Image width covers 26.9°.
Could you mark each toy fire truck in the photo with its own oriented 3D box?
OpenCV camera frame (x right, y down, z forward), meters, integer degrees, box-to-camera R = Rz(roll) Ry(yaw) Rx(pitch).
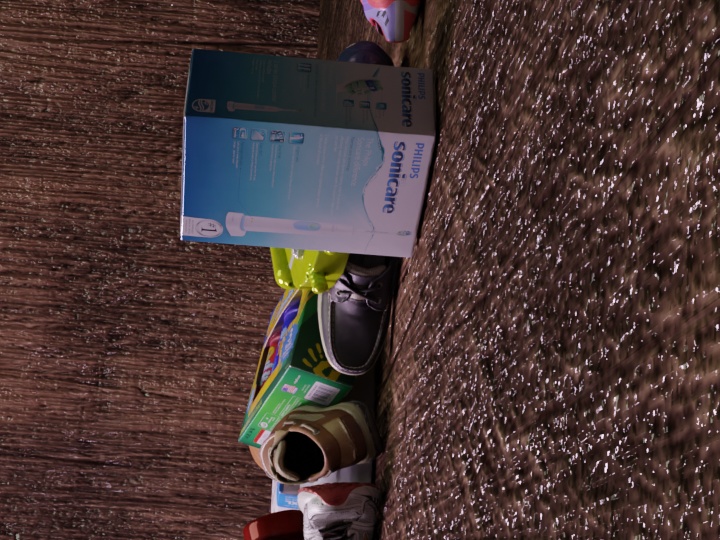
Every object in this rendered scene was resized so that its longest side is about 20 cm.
[{"bbox_3d":[-0.131,0.329,1.536,0.200,0.167,0.112,119,138,-61],"label":"toy fire truck"}]

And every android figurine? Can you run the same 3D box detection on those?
[{"bbox_3d":[-0.046,-0.064,1.405,0.200,0.041,0.182,-105,26,-46],"label":"android figurine"}]

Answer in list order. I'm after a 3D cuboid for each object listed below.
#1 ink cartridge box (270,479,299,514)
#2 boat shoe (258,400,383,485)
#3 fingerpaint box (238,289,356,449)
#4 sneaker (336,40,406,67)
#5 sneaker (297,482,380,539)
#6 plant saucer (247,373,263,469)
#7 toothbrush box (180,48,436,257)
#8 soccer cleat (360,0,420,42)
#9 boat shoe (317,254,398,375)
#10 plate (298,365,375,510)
[{"bbox_3d":[-0.068,0.258,1.935,0.200,0.084,0.146,104,169,-59],"label":"ink cartridge box"},{"bbox_3d":[-0.056,0.173,1.474,0.200,0.074,0.076,-31,83,58],"label":"boat shoe"},{"bbox_3d":[-0.055,0.081,1.590,0.200,0.073,0.167,125,162,-56],"label":"fingerpaint box"},{"bbox_3d":[0.001,-0.129,1.506,0.147,0.080,0.201,-82,-3,-64],"label":"sneaker"},{"bbox_3d":[-0.016,0.259,1.418,0.200,0.078,0.082,84,-178,-56],"label":"sneaker"},{"bbox_3d":[-0.078,0.150,1.828,0.200,0.032,0.201,-32,46,41],"label":"plant saucer"},{"bbox_3d":[-0.045,-0.094,1.238,0.147,0.199,0.085,98,175,-48],"label":"toothbrush box"},{"bbox_3d":[0.022,-0.260,1.433,0.200,0.066,0.077,-118,28,-77],"label":"soccer cleat"},{"bbox_3d":[0.000,0.000,1.411,0.065,0.072,0.201,-77,-3,-88],"label":"boat shoe"},{"bbox_3d":[-0.030,0.199,1.596,0.200,0.032,0.201,121,157,-56],"label":"plate"}]
